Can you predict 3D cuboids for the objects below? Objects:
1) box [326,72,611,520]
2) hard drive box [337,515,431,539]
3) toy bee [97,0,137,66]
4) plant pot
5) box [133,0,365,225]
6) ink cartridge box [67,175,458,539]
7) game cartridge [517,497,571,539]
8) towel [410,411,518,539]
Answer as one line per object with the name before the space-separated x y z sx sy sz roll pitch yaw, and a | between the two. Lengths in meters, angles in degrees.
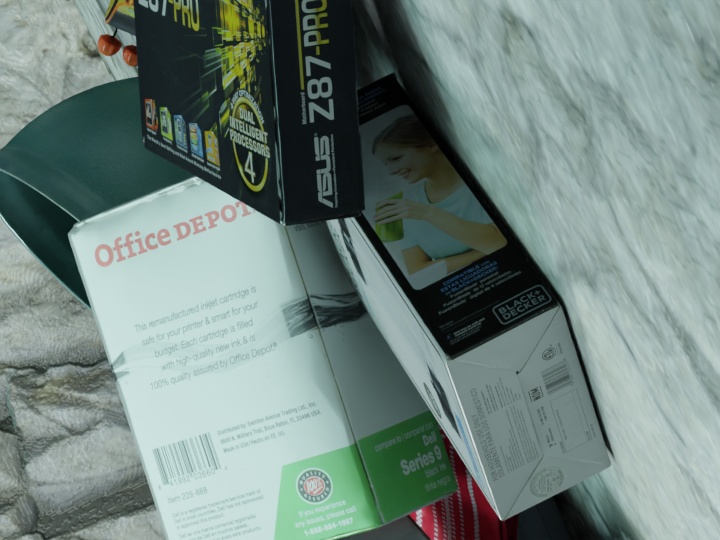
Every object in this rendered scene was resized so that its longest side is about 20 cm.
box | 0.041 0.010 1.425 0.200 0.060 0.117 58 171 46
hard drive box | 0.044 0.246 1.601 0.156 0.076 0.201 43 157 62
toy bee | -0.121 -0.172 1.831 0.130 0.109 0.200 24 -170 8
plant pot | -0.121 -0.044 1.847 0.200 0.134 0.200 37 165 12
box | -0.058 -0.121 1.432 0.200 0.049 0.162 -148 54 -63
ink cartridge box | -0.052 0.046 1.574 0.084 0.145 0.201 -18 -90 -54
game cartridge | 0.039 0.153 1.710 0.199 0.041 0.134 2 128 46
towel | 0.007 0.107 1.644 0.199 0.022 0.145 29 144 26
